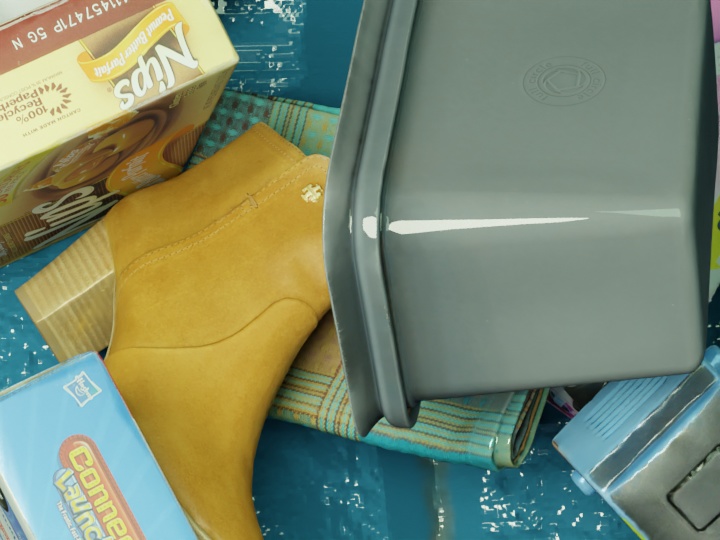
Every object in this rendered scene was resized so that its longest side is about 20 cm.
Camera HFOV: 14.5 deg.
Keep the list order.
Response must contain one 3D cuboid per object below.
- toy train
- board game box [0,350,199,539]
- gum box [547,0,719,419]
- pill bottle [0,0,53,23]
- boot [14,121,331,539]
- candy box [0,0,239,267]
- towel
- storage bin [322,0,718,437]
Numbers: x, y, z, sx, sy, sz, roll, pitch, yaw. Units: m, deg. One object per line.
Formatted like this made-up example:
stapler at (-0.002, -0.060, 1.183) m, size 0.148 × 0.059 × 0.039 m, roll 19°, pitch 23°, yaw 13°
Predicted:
toy train at (0.160, 0.109, 1.165) m, size 0.087 × 0.114 × 0.200 m, roll -42°, pitch 105°, yaw 3°
board game box at (-0.092, 0.150, 1.109) m, size 0.056 × 0.196 × 0.201 m, roll -27°, pitch 82°, yaw -16°
gum box at (0.115, -0.034, 1.263) m, size 0.113 × 0.066 × 0.201 m, roll 31°, pitch 73°, yaw 0°
pill bottle at (-0.120, -0.152, 1.215) m, size 0.199 × 0.112 × 0.112 m, roll -33°, pitch 84°, yaw -24°
boot at (-0.043, 0.028, 1.148) m, size 0.144 × 0.071 × 0.201 m, roll -33°, pitch 52°, yaw -6°
candy box at (-0.124, -0.057, 1.154) m, size 0.115 × 0.200 × 0.056 m, roll -25°, pitch 84°, yaw -16°
towel at (0.000, 0.000, 1.206) m, size 0.199 × 0.022 × 0.147 m, roll 12°, pitch 70°, yaw 26°
storage bin at (0.070, -0.030, 1.099) m, size 0.133 × 0.146 × 0.201 m, roll 0°, pitch 39°, yaw 11°
